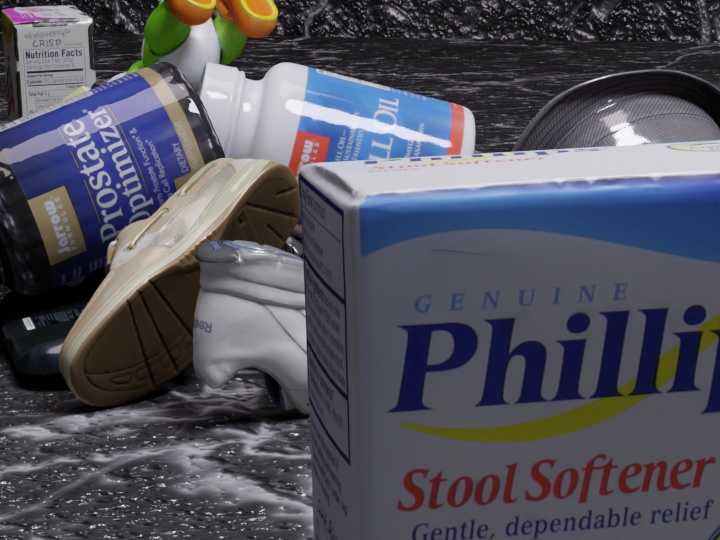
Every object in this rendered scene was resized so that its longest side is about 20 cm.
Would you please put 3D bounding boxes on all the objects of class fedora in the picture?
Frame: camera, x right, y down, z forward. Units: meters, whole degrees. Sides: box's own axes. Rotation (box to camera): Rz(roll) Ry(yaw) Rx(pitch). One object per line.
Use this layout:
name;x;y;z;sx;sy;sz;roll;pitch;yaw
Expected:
fedora;0.198;-0.044;1.381;0.199;0.177;0.090;8;32;-39

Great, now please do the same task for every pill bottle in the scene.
pill bottle;-0.195;-0.051;1.315;0.199;0.112;0.112;-25;18;-17
pill bottle;-0.025;-0.087;1.455;0.199;0.113;0.112;12;10;-8

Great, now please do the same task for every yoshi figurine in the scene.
yoshi figurine;-0.144;-0.130;1.510;0.112;0.200;0.112;41;36;1

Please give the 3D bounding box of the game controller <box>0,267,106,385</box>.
game controller;-0.177;0.037;1.287;0.104;0.042;0.200;-19;15;-11

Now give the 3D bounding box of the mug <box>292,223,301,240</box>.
mug;-0.116;-0.068;1.616;0.199;0.179;0.133;8;-18;41

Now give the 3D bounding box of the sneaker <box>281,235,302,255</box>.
sneaker;-0.082;-0.016;1.416;0.088;0.075;0.199;-14;17;-39

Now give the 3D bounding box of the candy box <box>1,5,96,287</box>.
candy box;-0.228;-0.091;1.488;0.061;0.202;0.136;-4;11;-13

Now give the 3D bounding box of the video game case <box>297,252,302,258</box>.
video game case;0.000;0.000;1.281;0.143;0.019;0.199;-36;-12;37

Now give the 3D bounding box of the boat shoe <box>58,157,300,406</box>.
boat shoe;-0.117;0.002;1.195;0.065;0.072;0.200;15;51;36

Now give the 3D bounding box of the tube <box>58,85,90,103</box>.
tube;-0.255;-0.049;1.392;0.200;0.052;0.058;-37;20;-1

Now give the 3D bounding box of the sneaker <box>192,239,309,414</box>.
sneaker;-0.012;0.041;1.142;0.199;0.088;0.074;14;2;-26

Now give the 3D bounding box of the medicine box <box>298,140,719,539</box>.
medicine box;0.077;0.060;0.699;0.181;0.201;0.103;-4;11;-10
